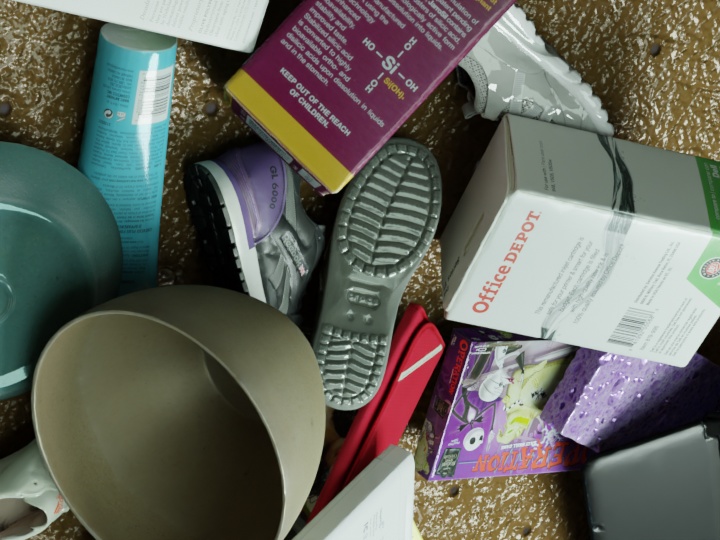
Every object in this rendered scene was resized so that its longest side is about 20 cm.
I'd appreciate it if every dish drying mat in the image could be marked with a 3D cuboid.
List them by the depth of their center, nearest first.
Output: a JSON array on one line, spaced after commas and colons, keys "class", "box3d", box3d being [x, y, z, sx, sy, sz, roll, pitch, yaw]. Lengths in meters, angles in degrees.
[{"class": "dish drying mat", "box3d": [0.009, 0.126, 1.547, 0.201, 0.018, 0.077, -64, 157, -18]}]

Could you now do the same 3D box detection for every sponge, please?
[{"class": "sponge", "box3d": [0.228, 0.103, 1.715, 0.200, 0.030, 0.112, 29, 93, -50]}]

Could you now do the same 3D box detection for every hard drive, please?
[{"class": "hard drive", "box3d": [-0.028, 0.228, 1.491, 0.200, 0.027, 0.133, -41, 143, -42]}]

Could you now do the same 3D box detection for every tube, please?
[{"class": "tube", "box3d": [-0.160, -0.065, 1.426, 0.077, 0.050, 0.201, 3, 118, -17]}]

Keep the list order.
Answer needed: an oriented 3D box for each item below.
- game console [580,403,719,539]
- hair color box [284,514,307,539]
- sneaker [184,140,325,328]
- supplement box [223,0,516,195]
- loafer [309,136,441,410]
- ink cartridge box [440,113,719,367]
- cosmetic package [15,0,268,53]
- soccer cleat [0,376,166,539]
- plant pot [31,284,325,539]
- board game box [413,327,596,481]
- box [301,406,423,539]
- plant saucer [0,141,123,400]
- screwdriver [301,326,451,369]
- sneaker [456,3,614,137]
[{"class": "game console", "box3d": [0.264, 0.168, 1.757, 0.177, 0.115, 0.201, -66, 153, -42]}, {"class": "hair color box", "box3d": [-0.028, 0.288, 1.644, 0.060, 0.099, 0.201, -30, 126, -14]}, {"class": "sneaker", "box3d": [-0.056, 0.005, 1.502, 0.087, 0.076, 0.201, -24, 121, -25]}, {"class": "supplement box", "box3d": [0.011, -0.154, 1.401, 0.103, 0.131, 0.200, 43, 89, -3]}, {"class": "loafer", "box3d": [0.000, 0.000, 1.533, 0.075, 0.070, 0.201, 21, 83, -13]}, {"class": "ink cartridge box", "box3d": [0.171, -0.020, 1.553, 0.198, 0.084, 0.147, 12, 136, -16]}, {"class": "cosmetic package", "box3d": [-0.159, -0.206, 1.315, 0.199, 0.108, 0.085, 8, 110, -31]}, {"class": "soccer cleat", "box3d": [-0.211, 0.139, 1.476, 0.199, 0.078, 0.070, -30, 125, -14]}, {"class": "plant pot", "box3d": [-0.100, 0.089, 1.419, 0.134, 0.199, 0.202, -40, 136, -50]}, {"class": "board game box", "box3d": [0.135, 0.103, 1.673, 0.199, 0.032, 0.121, 0, 118, -41]}, {"class": "box", "box3d": [-0.014, 0.166, 1.623, 0.075, 0.050, 0.201, -34, 127, -11]}, {"class": "plant saucer", "box3d": [-0.249, 0.012, 1.396, 0.198, 0.036, 0.201, -10, 123, -16]}, {"class": "screwdriver", "box3d": [-0.003, 0.049, 1.595, 0.199, 0.029, 0.028, 12, 108, -25]}, {"class": "sneaker", "box3d": [0.110, -0.134, 1.541, 0.082, 0.075, 0.200, -42, 117, 6]}]
